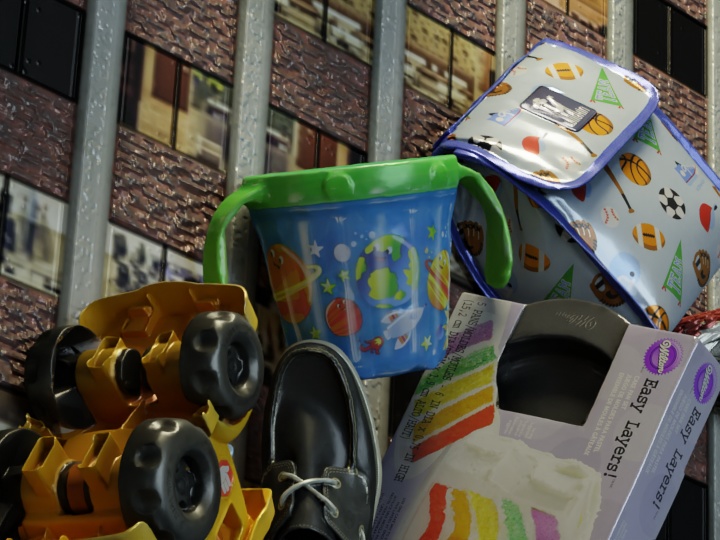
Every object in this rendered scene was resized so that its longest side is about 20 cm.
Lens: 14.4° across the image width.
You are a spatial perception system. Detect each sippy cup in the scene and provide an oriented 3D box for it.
[{"bbox_3d":[0.000,0.000,1.751,0.140,0.177,0.131,-21,104,-78],"label":"sippy cup"}]

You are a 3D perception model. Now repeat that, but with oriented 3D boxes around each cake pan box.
[{"bbox_3d":[0.107,0.114,1.740,0.201,0.183,0.052,-62,141,-19],"label":"cake pan box"}]

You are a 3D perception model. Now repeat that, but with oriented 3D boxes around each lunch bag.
[{"bbox_3d":[0.150,-0.047,1.943,0.200,0.124,0.170,50,43,-4],"label":"lunch bag"}]

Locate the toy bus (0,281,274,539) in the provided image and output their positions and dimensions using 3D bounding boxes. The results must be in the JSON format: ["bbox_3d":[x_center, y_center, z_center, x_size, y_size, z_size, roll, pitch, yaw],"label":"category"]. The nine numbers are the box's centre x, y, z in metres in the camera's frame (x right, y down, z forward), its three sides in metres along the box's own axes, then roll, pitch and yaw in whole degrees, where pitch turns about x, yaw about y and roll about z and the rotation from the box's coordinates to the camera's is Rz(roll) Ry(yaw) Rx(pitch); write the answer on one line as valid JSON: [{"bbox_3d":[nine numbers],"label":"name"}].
[{"bbox_3d":[-0.108,0.133,1.583,0.193,0.135,0.201,60,37,-34],"label":"toy bus"}]

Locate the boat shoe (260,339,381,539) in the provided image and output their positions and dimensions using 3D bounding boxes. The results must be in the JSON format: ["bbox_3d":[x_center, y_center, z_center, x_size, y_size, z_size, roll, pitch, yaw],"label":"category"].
[{"bbox_3d":[-0.024,0.140,1.676,0.068,0.071,0.202,60,30,-84],"label":"boat shoe"}]

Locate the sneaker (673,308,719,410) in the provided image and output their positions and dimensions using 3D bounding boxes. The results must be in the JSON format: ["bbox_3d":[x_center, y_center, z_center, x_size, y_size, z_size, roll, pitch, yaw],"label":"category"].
[{"bbox_3d":[0.280,0.068,2.076,0.199,0.078,0.083,-2,79,-49],"label":"sneaker"}]
